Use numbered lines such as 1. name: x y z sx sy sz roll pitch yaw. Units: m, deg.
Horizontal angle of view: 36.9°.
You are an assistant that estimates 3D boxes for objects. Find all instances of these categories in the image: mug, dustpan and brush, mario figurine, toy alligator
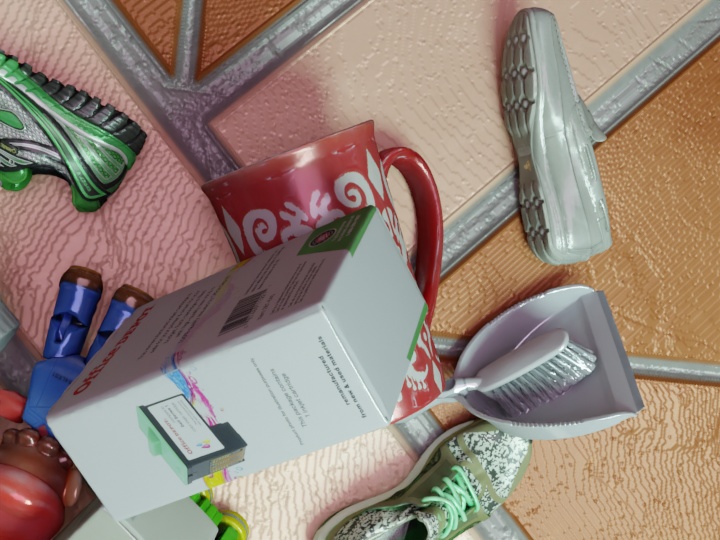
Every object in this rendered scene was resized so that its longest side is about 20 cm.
1. mug: 0.000 0.001 0.788 0.175 0.133 0.203 -21 96 -10
2. dustpan and brush: 0.101 0.086 0.827 0.198 0.141 0.057 -29 127 18
3. mario figurine: -0.216 0.104 0.775 0.106 0.122 0.202 39 69 -47
4. toy alligator: -0.108 0.217 0.798 0.054 0.059 0.200 -38 98 30

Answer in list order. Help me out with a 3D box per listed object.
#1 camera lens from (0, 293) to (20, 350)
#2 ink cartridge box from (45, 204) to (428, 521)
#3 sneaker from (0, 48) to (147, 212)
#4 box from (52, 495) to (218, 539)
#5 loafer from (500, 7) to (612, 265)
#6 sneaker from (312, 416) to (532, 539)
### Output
1. camera lens: -0.343 0.018 0.697 0.200 0.160 0.160 44 81 -8
2. ink cartridge box: -0.071 0.056 0.667 0.198 0.145 0.085 -23 108 22
3. sneaker: -0.256 -0.108 0.761 0.198 0.078 0.086 26 84 -10
4. box: -0.196 0.226 0.723 0.200 0.095 0.078 -44 94 13
5. loafer: 0.158 -0.107 0.856 0.069 0.070 0.203 -11 98 -17
6. sneaker: 0.056 0.184 0.812 0.199 0.089 0.077 -35 95 -11
